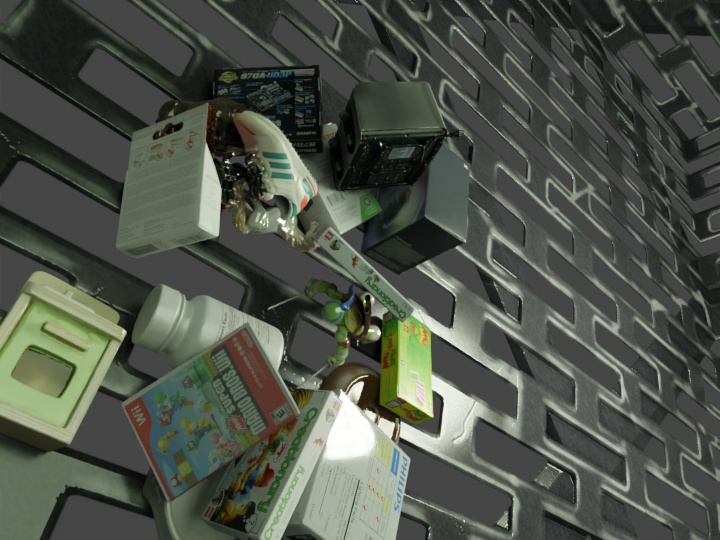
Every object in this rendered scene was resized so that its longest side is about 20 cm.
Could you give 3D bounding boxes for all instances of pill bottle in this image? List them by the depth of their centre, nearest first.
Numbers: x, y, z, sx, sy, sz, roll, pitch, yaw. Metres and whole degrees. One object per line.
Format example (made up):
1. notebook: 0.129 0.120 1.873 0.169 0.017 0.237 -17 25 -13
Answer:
1. pill bottle: -0.222 0.102 0.845 0.198 0.114 0.116 30 54 -29

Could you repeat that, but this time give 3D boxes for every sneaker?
1. sneaker: -0.151 -0.167 0.945 0.094 0.070 0.200 -55 131 -20

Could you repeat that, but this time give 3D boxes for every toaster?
1. toaster: 0.051 -0.237 1.036 0.196 0.181 0.121 -8 70 -20

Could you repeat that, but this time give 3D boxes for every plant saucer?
1. plant saucer: 0.009 0.264 1.042 0.198 0.036 0.204 18 61 -37

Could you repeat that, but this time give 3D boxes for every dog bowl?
1. dog bowl: -0.201 0.317 0.810 0.198 0.058 0.204 19 60 -36

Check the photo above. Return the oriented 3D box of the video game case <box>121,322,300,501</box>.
1. video game case: -0.197 0.182 0.759 0.198 0.017 0.144 -32 76 -6

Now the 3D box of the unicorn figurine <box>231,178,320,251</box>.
1. unicorn figurine: -0.148 -0.099 1.040 0.197 0.074 0.140 -7 86 -29

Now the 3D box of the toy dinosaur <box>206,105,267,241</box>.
1. toy dinosaur: -0.235 -0.146 0.907 0.102 0.134 0.203 -45 135 -43

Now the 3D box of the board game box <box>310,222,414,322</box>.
1. board game box: 0.000 0.000 0.985 0.200 0.126 0.035 43 89 -12

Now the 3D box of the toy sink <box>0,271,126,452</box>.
1. toy sink: -0.379 0.096 0.705 0.130 0.111 0.202 35 52 -26

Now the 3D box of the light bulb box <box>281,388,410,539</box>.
1. light bulb box: -0.041 0.320 0.845 0.201 0.123 0.200 50 39 -30

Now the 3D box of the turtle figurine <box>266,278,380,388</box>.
1. turtle figurine: -0.054 0.091 1.032 0.144 0.201 0.193 46 15 23

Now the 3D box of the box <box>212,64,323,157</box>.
1. box: -0.166 -0.287 1.034 0.196 0.046 0.162 -3 69 -2

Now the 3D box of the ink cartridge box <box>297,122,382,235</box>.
1. ink cartridge box: -0.069 -0.168 1.121 0.145 0.087 0.202 -32 96 -46

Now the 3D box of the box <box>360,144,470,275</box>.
1. box: 0.114 -0.130 1.193 0.122 0.197 0.203 28 54 -30

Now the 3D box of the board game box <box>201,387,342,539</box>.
1. board game box: -0.115 0.251 0.766 0.035 0.125 0.202 50 50 -31

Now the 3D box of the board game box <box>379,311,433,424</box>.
1. board game box: 0.089 0.179 1.111 0.101 0.047 0.202 36 40 -31

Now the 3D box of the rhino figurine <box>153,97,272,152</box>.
1. rhino figurine: -0.245 -0.248 0.963 0.196 0.060 0.089 -5 74 -7

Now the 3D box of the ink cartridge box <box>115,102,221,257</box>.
1. ink cartridge box: -0.281 -0.132 0.859 0.050 0.158 0.204 38 45 -56
